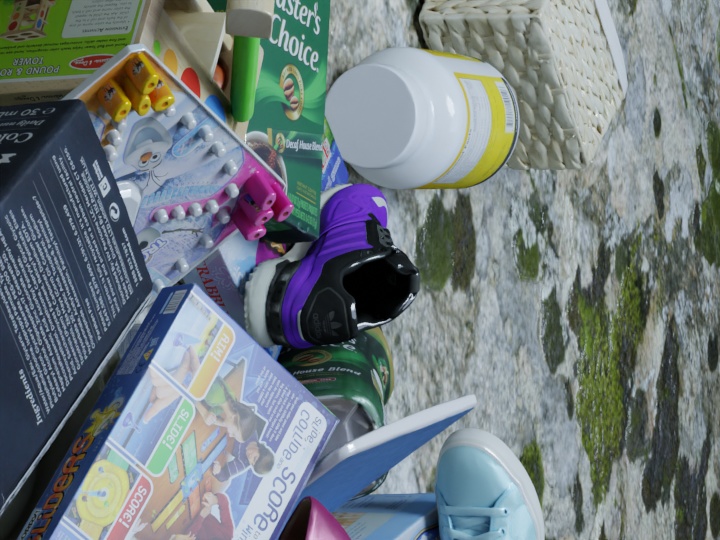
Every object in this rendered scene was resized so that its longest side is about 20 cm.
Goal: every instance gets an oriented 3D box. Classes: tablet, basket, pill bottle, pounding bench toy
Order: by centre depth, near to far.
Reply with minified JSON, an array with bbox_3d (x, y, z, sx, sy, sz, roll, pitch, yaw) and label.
[{"bbox_3d":[-0.114,-0.118,1.447,0.156,0.199,0.125,54,41,-51],"label":"pounding bench toy"},{"bbox_3d":[-0.024,0.137,1.509,0.130,0.200,0.014,-18,74,-45],"label":"tablet"},{"bbox_3d":[0.046,-0.121,1.923,0.200,0.111,0.113,-4,92,-66],"label":"pill bottle"},{"bbox_3d":[0.142,-0.196,2.128,0.124,0.135,0.201,-65,145,-39],"label":"basket"}]

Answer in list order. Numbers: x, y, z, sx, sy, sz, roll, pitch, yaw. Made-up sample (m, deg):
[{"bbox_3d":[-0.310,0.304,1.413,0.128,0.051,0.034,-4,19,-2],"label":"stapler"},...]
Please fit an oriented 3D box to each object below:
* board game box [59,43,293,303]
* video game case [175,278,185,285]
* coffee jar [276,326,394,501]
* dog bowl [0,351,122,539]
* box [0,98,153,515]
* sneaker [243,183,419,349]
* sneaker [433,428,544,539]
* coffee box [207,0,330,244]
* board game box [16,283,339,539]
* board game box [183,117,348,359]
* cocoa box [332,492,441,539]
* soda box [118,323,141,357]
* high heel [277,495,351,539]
[{"bbox_3d":[-0.154,-0.019,1.385,0.026,0.200,0.200,54,5,32],"label":"board game box"},{"bbox_3d":[-0.098,-0.065,1.697,0.181,0.025,0.201,59,37,-48],"label":"video game case"},{"bbox_3d":[-0.029,0.091,1.689,0.200,0.103,0.086,-86,165,-72],"label":"coffee jar"},{"bbox_3d":[-0.213,0.108,1.324,0.200,0.073,0.202,-33,128,-55],"label":"dog bowl"},{"bbox_3d":[-0.237,0.023,1.157,0.197,0.199,0.125,-62,141,-50],"label":"box"},{"bbox_3d":[0.000,0.001,1.656,0.200,0.099,0.070,-52,138,-56],"label":"sneaker"},{"bbox_3d":[0.086,0.210,1.626,0.082,0.073,0.201,-50,131,-65],"label":"sneaker"},{"bbox_3d":[-0.064,-0.130,1.589,0.123,0.044,0.202,30,60,-62],"label":"coffee box"},{"bbox_3d":[-0.105,0.128,1.360,0.135,0.034,0.201,45,58,-29],"label":"board game box"},{"bbox_3d":[-0.080,-0.071,1.656,0.201,0.041,0.200,-70,148,-41],"label":"board game box"},{"bbox_3d":[-0.021,0.239,1.631,0.200,0.132,0.132,-26,111,-65],"label":"cocoa box"},{"bbox_3d":[-0.152,0.137,1.512,0.068,0.063,0.202,24,67,-64],"label":"soda box"},{"bbox_3d":[-0.068,0.219,1.360,0.200,0.067,0.097,-44,117,-44],"label":"high heel"}]
